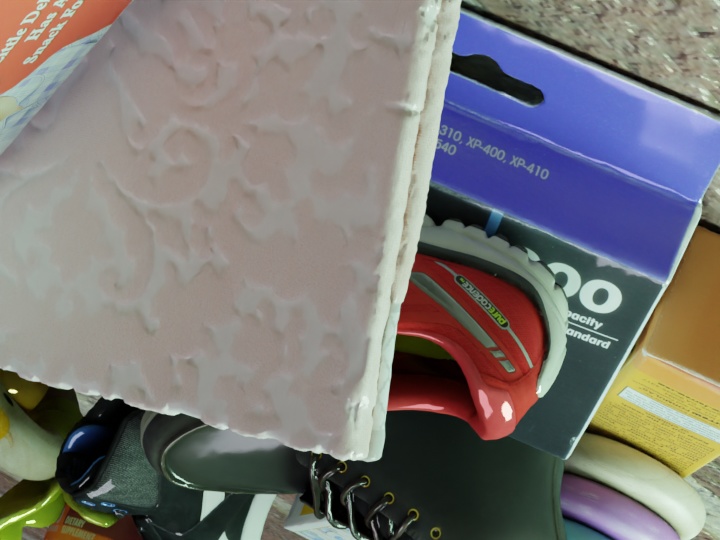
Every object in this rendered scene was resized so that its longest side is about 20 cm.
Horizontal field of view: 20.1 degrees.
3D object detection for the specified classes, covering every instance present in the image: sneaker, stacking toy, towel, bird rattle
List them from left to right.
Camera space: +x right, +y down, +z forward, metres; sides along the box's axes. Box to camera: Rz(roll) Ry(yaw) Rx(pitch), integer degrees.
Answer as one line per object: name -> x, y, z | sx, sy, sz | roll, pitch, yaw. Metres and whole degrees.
bird rattle -> -0.183, 0.049, 1.099 | 0.112, 0.201, 0.163 | -19, 157, 11
sneaker -> -0.107, 0.123, 1.044 | 0.111, 0.073, 0.201 | 4, 128, -20
towel -> -0.060, -0.042, 0.744 | 0.199, 0.193, 0.032 | 12, -173, 32
sneaker -> -0.021, 0.013, 0.772 | 0.198, 0.085, 0.077 | 13, 140, 16
sneaker -> -0.003, 0.095, 0.919 | 0.198, 0.107, 0.075 | -5, 141, 3
stacking toy -> 0.086, 0.180, 0.943 | 0.085, 0.201, 0.085 | 25, 164, 8

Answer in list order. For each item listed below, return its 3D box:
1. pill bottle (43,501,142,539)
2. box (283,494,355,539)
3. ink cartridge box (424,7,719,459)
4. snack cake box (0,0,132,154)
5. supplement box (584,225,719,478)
pill bottle -> -0.100, 0.104, 1.191 | 0.113, 0.201, 0.114 | 21, 163, 7
box -> 0.046, 0.118, 1.191 | 0.101, 0.113, 0.200 | 27, 162, -13
ink cartridge box -> 0.026, -0.022, 0.811 | 0.197, 0.044, 0.201 | 23, 142, 3
snack cake box -> -0.166, -0.076, 0.715 | 0.200, 0.115, 0.067 | -42, 76, 35
supplement box -> 0.142, 0.046, 0.922 | 0.068, 0.067, 0.200 | 23, 163, 2
